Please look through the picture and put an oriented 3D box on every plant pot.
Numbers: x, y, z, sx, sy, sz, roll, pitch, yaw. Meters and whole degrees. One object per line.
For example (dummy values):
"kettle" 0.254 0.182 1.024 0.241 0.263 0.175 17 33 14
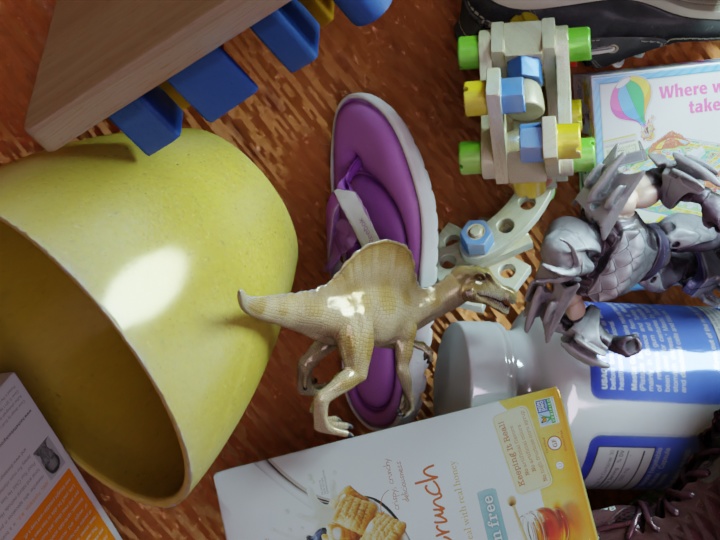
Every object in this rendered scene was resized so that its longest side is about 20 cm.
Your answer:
"plant pot" -0.115 0.005 0.773 0.142 0.199 0.201 -42 106 -30

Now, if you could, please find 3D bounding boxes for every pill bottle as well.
"pill bottle" 0.149 0.075 0.864 0.197 0.112 0.114 3 98 -12

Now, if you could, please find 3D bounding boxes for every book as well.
"book" -0.186 0.177 0.781 0.048 0.134 0.202 -10 117 29

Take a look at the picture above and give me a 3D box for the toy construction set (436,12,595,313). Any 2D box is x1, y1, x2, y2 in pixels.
"toy construction set" 0.092 -0.064 0.809 0.091 0.201 0.133 4 59 -3

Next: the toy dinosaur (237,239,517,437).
"toy dinosaur" -0.007 0.031 0.767 0.198 0.058 0.102 -3 117 -40

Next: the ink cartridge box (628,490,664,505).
"ink cartridge box" 0.171 0.258 0.911 0.199 0.084 0.146 -39 104 -5

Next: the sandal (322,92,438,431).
"sandal" 0.005 0.000 0.833 0.049 0.082 0.205 -15 105 -41

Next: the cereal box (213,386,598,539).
"cereal box" 0.030 0.157 0.776 0.198 0.040 0.146 -15 78 5

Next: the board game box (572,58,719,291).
"board game box" 0.236 -0.066 0.899 0.197 0.034 0.136 -7 101 -11

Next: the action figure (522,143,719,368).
"action figure" 0.165 -0.009 0.783 0.198 0.070 0.131 -3 141 -43

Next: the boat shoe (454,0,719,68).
"boat shoe" 0.152 -0.157 0.861 0.197 0.072 0.068 -2 137 -18

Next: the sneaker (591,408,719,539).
"sneaker" 0.176 0.124 0.791 0.114 0.076 0.203 9 91 15

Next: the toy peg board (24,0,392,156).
"toy peg board" -0.052 -0.149 0.724 0.199 0.201 0.098 -28 129 25
